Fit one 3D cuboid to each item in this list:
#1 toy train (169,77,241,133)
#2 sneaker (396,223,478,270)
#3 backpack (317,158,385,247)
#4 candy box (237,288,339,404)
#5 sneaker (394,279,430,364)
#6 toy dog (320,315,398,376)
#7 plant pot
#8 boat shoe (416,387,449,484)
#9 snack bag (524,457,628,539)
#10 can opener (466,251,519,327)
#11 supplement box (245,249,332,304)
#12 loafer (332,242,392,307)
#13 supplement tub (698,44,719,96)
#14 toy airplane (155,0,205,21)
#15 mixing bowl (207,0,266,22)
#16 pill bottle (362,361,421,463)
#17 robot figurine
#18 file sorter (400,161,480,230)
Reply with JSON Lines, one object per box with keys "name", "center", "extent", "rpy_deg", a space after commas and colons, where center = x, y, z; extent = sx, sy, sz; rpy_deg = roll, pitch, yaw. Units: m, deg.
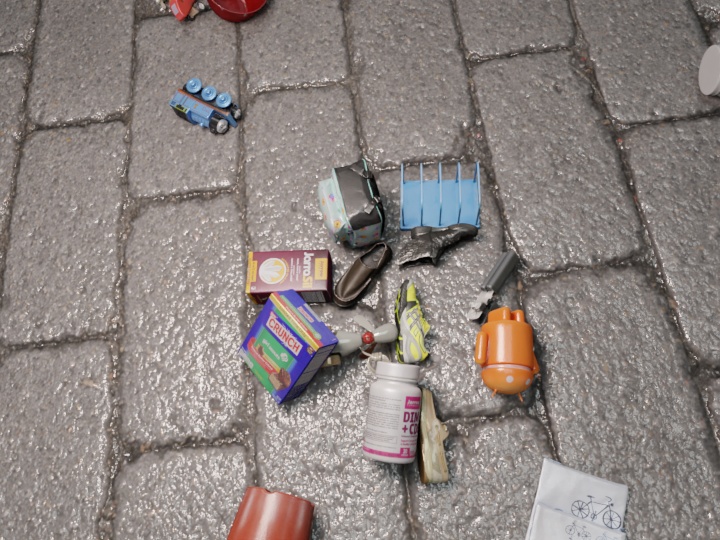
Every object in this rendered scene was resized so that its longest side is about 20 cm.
{"name": "toy train", "center": [-0.437, -0.461, 1.643], "extent": [0.200, 0.087, 0.114], "rpy_deg": [29, 83, 14]}
{"name": "sneaker", "center": [0.189, -0.056, 1.427], "extent": [0.199, 0.060, 0.105], "rpy_deg": [-1, 67, 11]}
{"name": "backpack", "center": [-0.018, -0.146, 1.410], "extent": [0.153, 0.200, 0.176], "rpy_deg": [-21, 71, 3]}
{"name": "candy box", "center": [-0.167, 0.171, 1.303], "extent": [0.169, 0.077, 0.200], "rpy_deg": [46, 120, 21]}
{"name": "sneaker", "center": [0.122, 0.120, 1.362], "extent": [0.076, 0.075, 0.201], "rpy_deg": [2, 76, -6]}
{"name": "toy dog", "center": [-0.020, 0.168, 1.347], "extent": [0.199, 0.096, 0.132], "rpy_deg": [10, 84, -4]}
{"name": "plant pot", "center": [-0.186, 0.551, 1.158], "extent": [0.200, 0.201, 0.196], "rpy_deg": [9, 61, 10]}
{"name": "boat shoe", "center": [0.157, 0.357, 1.260], "extent": [0.065, 0.072, 0.201], "rpy_deg": [0, 67, -7]}
{"name": "snack bag", "center": [0.450, 0.511, 1.190], "extent": [0.188, 0.021, 0.201], "rpy_deg": [16, 71, 12]}
{"name": "can opener", "center": [0.319, 0.044, 1.383], "extent": [0.066, 0.053, 0.200], "rpy_deg": [37, 75, -18]}
{"name": "supplement box", "center": [-0.171, 0.016, 1.418], "extent": [0.199, 0.086, 0.111], "rpy_deg": [-2, 68, 5]}
{"name": "loafer", "center": [0.000, 0.000, 1.415], "extent": [0.073, 0.071, 0.200], "rpy_deg": [34, 75, 17]}
{"name": "supplement tub", "center": [0.998, -0.516, 1.483], "extent": [0.199, 0.140, 0.141], "rpy_deg": [0, 68, 6]}
{"name": "toy airplane", "center": [-0.555, -0.888, 1.773], "extent": [0.199, 0.141, 0.200], "rpy_deg": [47, 116, 38]}
{"name": "mixing bowl", "center": [-0.387, -0.833, 1.755], "extent": [0.199, 0.108, 0.201], "rpy_deg": [6, 73, -20]}
{"name": "pill bottle", "center": [0.071, 0.300, 1.242], "extent": [0.113, 0.113, 0.201], "rpy_deg": [6, 83, 8]}
{"name": "robot figurine", "center": [0.326, 0.185, 1.283], "extent": [0.116, 0.144, 0.201], "rpy_deg": [-5, 68, 25]}
{"name": "file sorter", "center": [0.198, -0.189, 1.444], "extent": [0.199, 0.123, 0.139], "rpy_deg": [0, 69, 5]}
